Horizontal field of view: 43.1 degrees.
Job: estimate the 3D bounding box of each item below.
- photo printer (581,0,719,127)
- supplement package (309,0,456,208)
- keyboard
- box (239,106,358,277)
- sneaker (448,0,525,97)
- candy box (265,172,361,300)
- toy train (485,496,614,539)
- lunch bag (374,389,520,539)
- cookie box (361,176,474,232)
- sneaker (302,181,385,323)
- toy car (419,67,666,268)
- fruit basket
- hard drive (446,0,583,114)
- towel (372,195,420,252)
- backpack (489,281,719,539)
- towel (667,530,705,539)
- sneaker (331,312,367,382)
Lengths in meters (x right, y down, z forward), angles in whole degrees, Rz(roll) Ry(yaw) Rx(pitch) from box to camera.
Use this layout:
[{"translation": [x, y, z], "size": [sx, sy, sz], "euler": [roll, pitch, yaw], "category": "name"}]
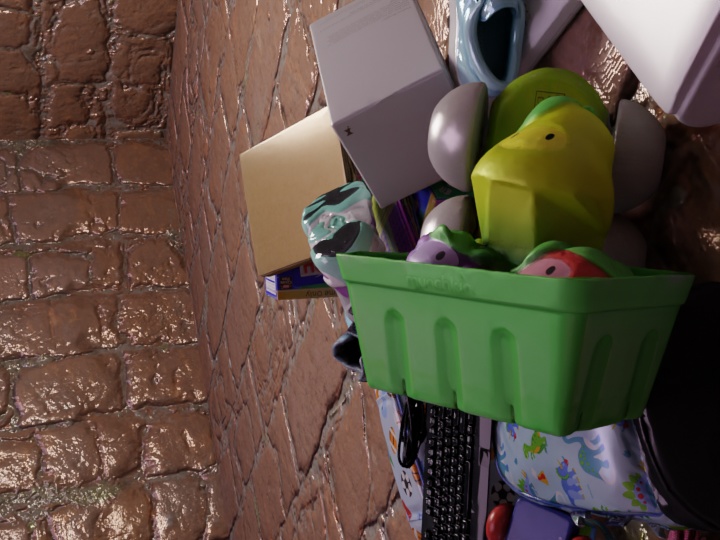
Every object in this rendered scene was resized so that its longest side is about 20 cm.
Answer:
[{"translation": [0.210, -0.221, 0.593], "size": [0.167, 0.069, 0.201], "euler": [107, 152, -46], "category": "photo printer"}, {"translation": [0.034, -0.187, 0.940], "size": [0.120, 0.120, 0.201], "euler": [57, -165, -41], "category": "supplement package"}, {"translation": [0.061, 0.139, 0.737], "size": [0.104, 0.039, 0.203], "euler": [12, 101, 57], "category": "keyboard"}, {"translation": [-0.074, -0.092, 1.102], "size": [0.199, 0.021, 0.165], "euler": [-18, 80, 48], "category": "box"}, {"translation": [0.115, -0.252, 0.797], "size": [0.082, 0.073, 0.202], "euler": [-148, 46, -66], "category": "sneaker"}, {"translation": [-0.043, -0.066, 1.219], "size": [0.077, 0.167, 0.203], "euler": [-159, 66, -73], "category": "candy box"}, {"translation": [0.138, 0.284, 0.709], "size": [0.084, 0.115, 0.202], "euler": [14, 84, 41], "category": "toy train"}, {"translation": [0.104, 0.148, 0.847], "size": [0.076, 0.159, 0.202], "euler": [136, 122, -69], "category": "lunch bag"}, {"translation": [0.065, -0.069, 1.040], "size": [0.201, 0.074, 0.172], "euler": [-116, 29, -46], "category": "cookie box"}, {"translation": [0.000, 0.000, 0.939], "size": [0.201, 0.077, 0.141], "euler": [-90, -25, -64], "category": "sneaker"}, {"translation": [0.145, -0.063, 0.729], "size": [0.150, 0.173, 0.202], "euler": [-46, -38, -64], "category": "toy car"}, {"translation": [0.100, -0.015, 0.581], "size": [0.214, 0.154, 0.218], "euler": [1, 92, 47], "category": "fruit basket"}, {"translation": [0.140, -0.247, 0.862], "size": [0.200, 0.026, 0.133], "euler": [126, 137, -63], "category": "hard drive"}, {"translation": [0.045, 0.008, 0.975], "size": [0.144, 0.023, 0.202], "euler": [112, 146, -54], "category": "towel"}, {"translation": [0.181, 0.107, 0.661], "size": [0.200, 0.152, 0.165], "euler": [133, 127, -80], "category": "backpack"}, {"translation": [0.173, 0.281, 0.644], "size": [0.030, 0.200, 0.147], "euler": [32, 148, 13], "category": "towel"}, {"translation": [0.003, 0.087, 1.222], "size": [0.200, 0.094, 0.080], "euler": [-132, 43, -61], "category": "sneaker"}]
